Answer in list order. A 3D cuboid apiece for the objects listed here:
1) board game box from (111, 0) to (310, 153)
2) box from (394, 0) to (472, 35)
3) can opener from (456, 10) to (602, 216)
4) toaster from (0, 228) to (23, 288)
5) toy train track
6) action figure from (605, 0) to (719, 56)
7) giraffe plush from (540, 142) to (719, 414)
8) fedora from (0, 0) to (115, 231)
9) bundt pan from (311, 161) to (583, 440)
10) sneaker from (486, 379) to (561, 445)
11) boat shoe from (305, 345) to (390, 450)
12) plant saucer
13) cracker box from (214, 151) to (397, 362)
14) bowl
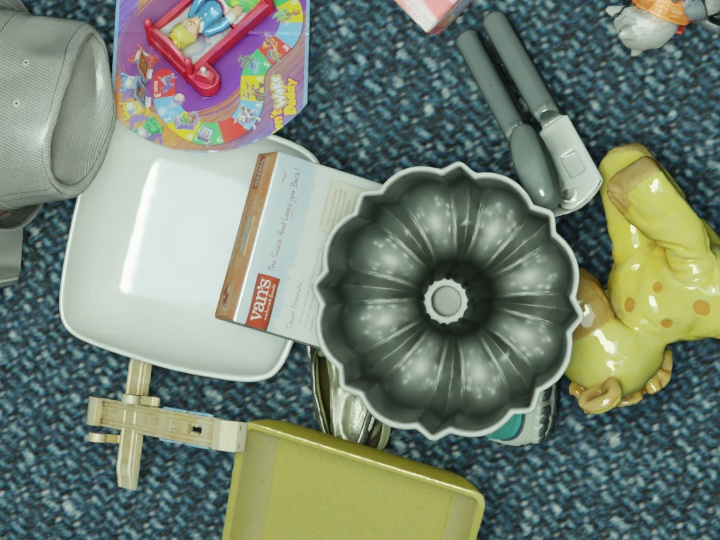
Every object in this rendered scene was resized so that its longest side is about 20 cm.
[{"bbox_3d":[-0.119,-0.193,1.695,0.157,0.039,0.202,0,72,3],"label":"board game box"},{"bbox_3d":[0.022,-0.289,1.679,0.103,0.095,0.200,-44,88,8],"label":"box"},{"bbox_3d":[0.127,-0.124,1.650,0.052,0.066,0.201,-32,51,12],"label":"can opener"},{"bbox_3d":[-0.366,-0.071,1.719,0.199,0.118,0.183,2,96,31],"label":"toaster"},{"bbox_3d":[-0.165,0.121,1.709,0.199,0.032,0.116,5,88,47],"label":"toy train track"},{"bbox_3d":[0.226,-0.264,1.652,0.198,0.105,0.195,16,87,4],"label":"action figure"},{"bbox_3d":[0.209,0.025,1.641,0.162,0.172,0.201,-39,73,9],"label":"giraffe plush"},{"bbox_3d":[-0.246,-0.129,1.657,0.090,0.177,0.201,-1,58,20],"label":"fedora"},{"bbox_3d":[0.068,0.022,1.590,0.200,0.076,0.204,0,91,10],"label":"bundt pan"},{"bbox_3d":[0.118,0.039,1.707,0.079,0.077,0.202,5,96,16],"label":"sneaker"},{"bbox_3d":[-0.007,0.057,1.727,0.073,0.065,0.202,-6,94,8],"label":"boat shoe"},{"bbox_3d":[-0.007,0.207,1.715,0.198,0.049,0.201,17,129,7],"label":"plant saucer"},{"bbox_3d":[0.000,0.000,1.665,0.199,0.058,0.135,17,86,-20],"label":"cracker box"},{"bbox_3d":[-0.129,-0.022,1.729,0.198,0.075,0.201,14,93,8],"label":"bowl"}]
